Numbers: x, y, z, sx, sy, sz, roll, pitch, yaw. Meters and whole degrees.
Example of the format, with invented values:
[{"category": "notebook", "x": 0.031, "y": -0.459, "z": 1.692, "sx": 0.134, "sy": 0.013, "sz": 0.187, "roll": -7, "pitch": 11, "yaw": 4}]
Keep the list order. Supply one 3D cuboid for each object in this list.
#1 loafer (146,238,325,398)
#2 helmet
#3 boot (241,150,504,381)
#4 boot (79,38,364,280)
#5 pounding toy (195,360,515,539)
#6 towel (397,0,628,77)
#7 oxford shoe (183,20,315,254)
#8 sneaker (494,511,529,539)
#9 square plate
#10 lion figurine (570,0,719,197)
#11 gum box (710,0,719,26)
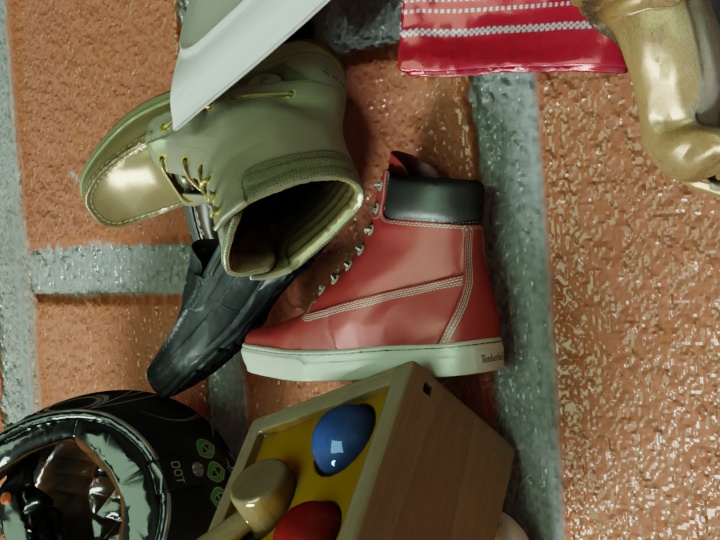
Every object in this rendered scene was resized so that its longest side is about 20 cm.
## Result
[{"category": "loafer", "x": -0.092, "y": 0.007, "z": 0.892, "sx": 0.070, "sy": 0.068, "sz": 0.201, "roll": 44, "pitch": 113, "yaw": 10}, {"category": "helmet", "x": -0.184, "y": 0.181, "z": 0.945, "sx": 0.199, "sy": 0.191, "sz": 0.201, "roll": -2, "pitch": 79, "yaw": 10}, {"category": "boot", "x": 0.000, "y": 0.000, "z": 0.840, "sx": 0.200, "sy": 0.072, "sz": 0.145, "roll": -8, "pitch": 87, "yaw": 37}, {"category": "boot", "x": -0.092, "y": -0.051, "z": 0.800, "sx": 0.200, "sy": 0.072, "sz": 0.155, "roll": -26, "pitch": 41, "yaw": 13}, {"category": "pounding toy", "x": -0.041, "y": 0.168, "z": 0.783, "sx": 0.200, "sy": 0.142, "sz": 0.184, "roll": -24, "pitch": 33, "yaw": 42}, {"category": "towel", "x": 0.085, "y": -0.205, "z": 0.694, "sx": 0.144, "sy": 0.022, "sz": 0.201, "roll": 6, "pitch": 98, "yaw": 31}, {"category": "oxford shoe", "x": -0.075, "y": -0.091, "z": 0.898, "sx": 0.084, "sy": 0.073, "sz": 0.200, "roll": 21, "pitch": 111, "yaw": 32}, {"category": "sneaker", "x": 0.040, "y": 0.244, "z": 0.799, "sx": 0.076, "sy": 0.105, "sz": 0.200, "roll": 34, "pitch": 117, "yaw": 35}, {"category": "square plate", "x": -0.051, "y": -0.207, "z": 0.804, "sx": 0.198, "sy": 0.028, "sz": 0.200, "roll": -34, "pitch": 34, "yaw": 32}, {"category": "lion figurine", "x": 0.156, "y": -0.103, "z": 0.621, "sx": 0.122, "sy": 0.072, "sz": 0.201, "roll": -6, "pitch": 101, "yaw": 47}, {"category": "gum box", "x": 0.198, "y": -0.195, "z": 0.650, "sx": 0.200, "sy": 0.044, "sz": 0.170, "roll": -44, "pitch": 65, "yaw": 36}]
